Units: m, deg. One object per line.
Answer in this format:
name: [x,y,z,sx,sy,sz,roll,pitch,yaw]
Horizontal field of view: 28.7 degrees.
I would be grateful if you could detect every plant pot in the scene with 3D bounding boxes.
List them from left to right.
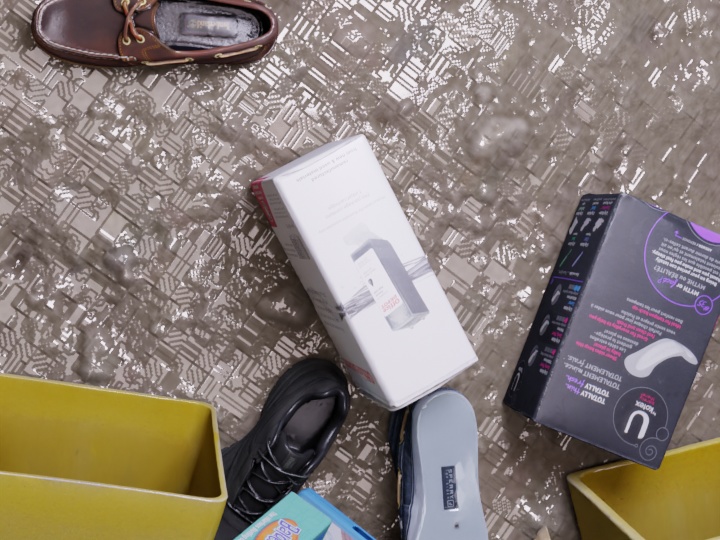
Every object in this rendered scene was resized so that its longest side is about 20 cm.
plant pot: [-0.219,0.205,1.080,0.198,0.200,0.178,9,103,-11]
plant pot: [0.305,0.273,1.181,0.194,0.194,0.202,-11,103,-10]

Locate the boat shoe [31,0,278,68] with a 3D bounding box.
boat shoe: [-0.164,-0.199,1.126,0.198,0.070,0.071,-3,94,-9]

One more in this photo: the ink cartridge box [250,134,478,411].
ink cartridge box: [0.000,0.000,1.126,0.084,0.146,0.201,-27,97,-9]

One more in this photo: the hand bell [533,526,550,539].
hand bell: [0.074,0.292,1.196,0.198,0.104,0.105,-14,95,2]

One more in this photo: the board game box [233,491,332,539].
board game box: [-0.107,0.283,1.081,0.045,0.152,0.201,32,113,14]

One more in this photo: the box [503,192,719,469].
box: [0.219,0.048,1.190,0.121,0.106,0.201,22,89,-9]

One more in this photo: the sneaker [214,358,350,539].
sneaker: [-0.077,0.161,1.148,0.076,0.091,0.201,33,87,-12]

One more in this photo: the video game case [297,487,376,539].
video game case: [-0.003,0.292,1.135,0.199,0.018,0.144,35,106,20]

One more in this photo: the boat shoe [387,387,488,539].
boat shoe: [0.063,0.195,1.174,0.070,0.091,0.202,1,91,-13]
